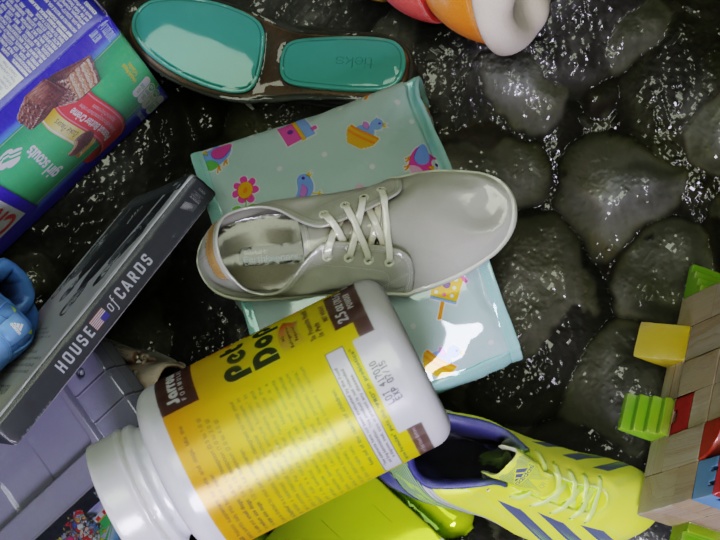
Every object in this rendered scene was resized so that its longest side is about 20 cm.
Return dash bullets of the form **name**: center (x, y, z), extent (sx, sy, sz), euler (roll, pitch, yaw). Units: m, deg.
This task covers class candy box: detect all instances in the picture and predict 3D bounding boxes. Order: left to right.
- **candy box**: center (-0.239, -0.097, 1.184), extent (0.200, 0.169, 0.077), euler (-42, 75, -3)

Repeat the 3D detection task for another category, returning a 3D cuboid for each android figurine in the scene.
- **android figurine**: center (-0.002, 0.205, 1.172), extent (0.200, 0.041, 0.182), euler (40, 84, 14)

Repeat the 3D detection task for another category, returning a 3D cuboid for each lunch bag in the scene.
- **lunch bag**: center (0.000, 0.000, 1.172), extent (0.170, 0.122, 0.200), euler (-20, 73, 0)

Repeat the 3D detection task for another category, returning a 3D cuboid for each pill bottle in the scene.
- **pill bottle**: center (-0.056, 0.094, 1.056), extent (0.200, 0.109, 0.109), euler (-27, 78, 0)

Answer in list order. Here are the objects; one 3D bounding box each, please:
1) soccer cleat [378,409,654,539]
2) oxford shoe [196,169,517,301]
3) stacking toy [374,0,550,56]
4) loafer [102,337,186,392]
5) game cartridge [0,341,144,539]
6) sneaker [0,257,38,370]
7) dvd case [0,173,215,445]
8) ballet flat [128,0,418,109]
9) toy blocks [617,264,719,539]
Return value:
- **soccer cleat**: center (0.105, 0.133, 1.139), extent (0.200, 0.084, 0.065), euler (15, 72, -13)
- **oxford shoe**: center (-0.002, -0.020, 1.088), extent (0.200, 0.058, 0.075), euler (-9, 80, 0)
- **stacking toy**: center (0.026, -0.224, 1.225), extent (0.200, 0.146, 0.146), euler (6, 79, 23)
- **loafer**: center (-0.115, 0.088, 1.170), extent (0.200, 0.072, 0.063), euler (34, 124, 24)
- **game cartridge**: center (-0.197, 0.156, 1.162), extent (0.200, 0.038, 0.130), euler (-42, 74, 22)
- **sneaker**: center (-0.262, 0.036, 1.170), extent (0.105, 0.200, 0.076), euler (-41, 121, -12)
- **dvd case**: center (-0.181, 0.026, 1.152), extent (0.025, 0.150, 0.200), euler (41, 73, -14)
- **ballet flat**: center (-0.059, -0.138, 1.228), extent (0.200, 0.068, 0.068), euler (13, 79, 8)
- **toy blocks**: center (0.238, 0.079, 1.112), extent (0.100, 0.137, 0.200), euler (20, 71, -12)
